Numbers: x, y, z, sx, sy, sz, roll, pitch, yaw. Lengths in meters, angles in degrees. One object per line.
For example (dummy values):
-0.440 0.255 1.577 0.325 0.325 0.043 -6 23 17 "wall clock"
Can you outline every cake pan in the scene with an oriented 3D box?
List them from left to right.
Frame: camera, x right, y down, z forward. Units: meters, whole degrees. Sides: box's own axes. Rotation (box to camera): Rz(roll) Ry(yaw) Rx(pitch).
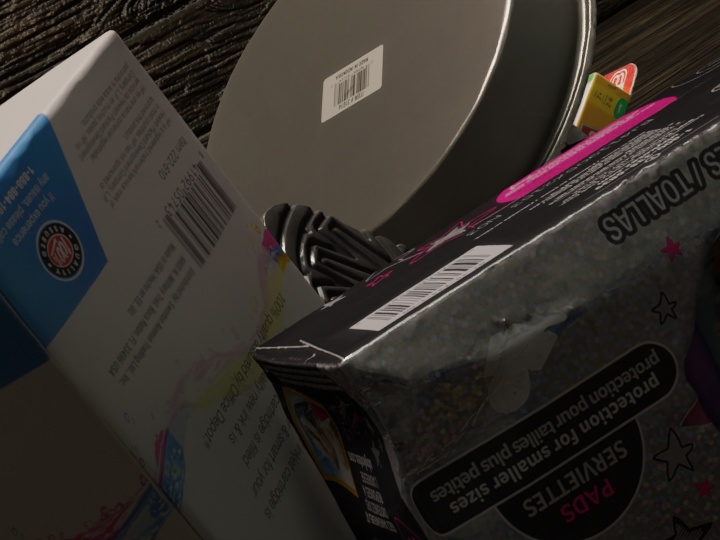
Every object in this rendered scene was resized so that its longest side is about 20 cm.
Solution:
0.008 -0.068 0.944 0.200 0.037 0.202 -30 43 33 "cake pan"

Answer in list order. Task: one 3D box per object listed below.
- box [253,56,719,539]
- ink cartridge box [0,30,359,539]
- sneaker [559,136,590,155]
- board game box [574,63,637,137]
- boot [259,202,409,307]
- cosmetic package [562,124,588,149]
0.089 0.023 0.702 0.199 0.115 0.132 -32 7 -12 "box"
-0.069 0.047 0.758 0.084 0.200 0.145 -30 18 28 "ink cartridge box"
0.119 -0.016 0.885 0.086 0.081 0.200 -25 29 -1 "sneaker"
0.062 -0.003 1.039 0.095 0.030 0.201 -22 39 58 "board game box"
-0.014 0.079 0.903 0.200 0.164 0.066 -53 15 36 "boot"
0.000 0.000 1.016 0.201 0.085 0.107 -58 26 -4 "cosmetic package"
